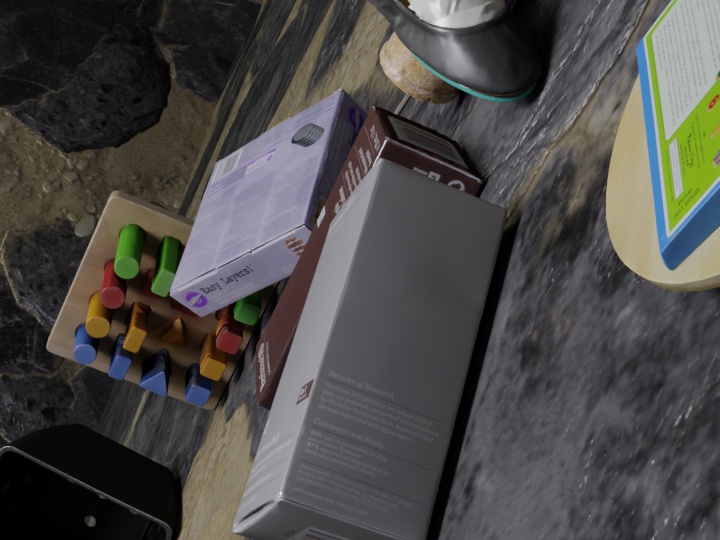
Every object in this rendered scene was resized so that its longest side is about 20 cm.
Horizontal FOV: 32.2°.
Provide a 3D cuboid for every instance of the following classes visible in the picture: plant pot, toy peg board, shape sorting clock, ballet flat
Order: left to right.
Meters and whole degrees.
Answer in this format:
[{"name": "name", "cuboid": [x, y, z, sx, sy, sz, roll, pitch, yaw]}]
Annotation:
[{"name": "plant pot", "cuboid": [-0.312, 0.285, 1.398, 0.200, 0.199, 0.177, -63, 0, 16]}, {"name": "toy peg board", "cuboid": [-0.208, 0.053, 1.316, 0.200, 0.199, 0.098, -62, 16, 20]}, {"name": "ballet flat", "cuboid": [0.043, -0.178, 0.794, 0.200, 0.068, 0.069, 48, 158, 43]}, {"name": "shape sorting clock", "cuboid": [0.151, -0.083, 0.429, 0.200, 0.039, 0.200, -60, 13, 23]}]

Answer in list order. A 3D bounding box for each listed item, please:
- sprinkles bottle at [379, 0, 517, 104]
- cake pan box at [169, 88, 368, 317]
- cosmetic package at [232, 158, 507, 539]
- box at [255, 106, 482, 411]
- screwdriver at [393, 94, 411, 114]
[{"name": "sprinkles bottle", "cuboid": [0.084, -0.209, 0.864, 0.200, 0.068, 0.068, -56, 16, 40]}, {"name": "cake pan box", "cuboid": [-0.090, -0.063, 1.212, 0.200, 0.052, 0.185, -25, 36, 35]}, {"name": "cosmetic package", "cuboid": [0.006, 0.053, 0.686, 0.107, 0.090, 0.201, 131, 155, -62]}, {"name": "box", "cuboid": [0.000, 0.000, 0.839, 0.100, 0.075, 0.201, -106, 39, -70]}, {"name": "screwdriver", "cuboid": [0.053, -0.167, 1.002, 0.200, 0.028, 0.029, -50, 50, 43]}]
